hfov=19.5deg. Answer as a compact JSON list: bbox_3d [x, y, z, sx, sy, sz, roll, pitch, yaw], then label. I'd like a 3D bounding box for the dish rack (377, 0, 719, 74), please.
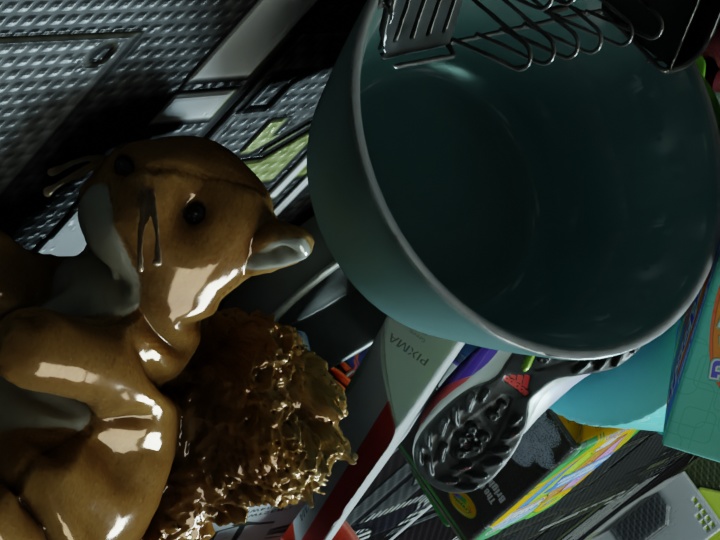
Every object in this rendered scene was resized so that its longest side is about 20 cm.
[{"bbox_3d":[0.092,-0.147,0.840,0.200,0.055,0.154,-17,134,-47],"label":"dish rack"}]

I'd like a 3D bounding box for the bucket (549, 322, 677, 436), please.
[{"bbox_3d":[0.187,0.005,1.268,0.135,0.207,0.207,0,144,-45],"label":"bucket"}]

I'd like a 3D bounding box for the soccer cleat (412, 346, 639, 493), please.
[{"bbox_3d":[0.104,0.043,1.212,0.200,0.068,0.073,-47,-166,20],"label":"soccer cleat"}]

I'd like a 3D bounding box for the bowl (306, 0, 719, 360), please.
[{"bbox_3d":[0.055,-0.048,0.946,0.201,0.201,0.105,-24,180,-35],"label":"bowl"}]

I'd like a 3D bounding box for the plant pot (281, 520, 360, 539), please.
[{"bbox_3d":[-0.109,0.281,1.576,0.195,0.201,0.201,-33,167,26],"label":"plant pot"}]

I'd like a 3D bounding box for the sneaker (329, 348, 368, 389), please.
[{"bbox_3d":[-0.018,0.076,1.367,0.078,0.075,0.200,-47,171,10],"label":"sneaker"}]

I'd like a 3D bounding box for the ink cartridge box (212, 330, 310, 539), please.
[{"bbox_3d":[-0.113,0.118,1.169,0.146,0.084,0.200,-7,154,-21],"label":"ink cartridge box"}]

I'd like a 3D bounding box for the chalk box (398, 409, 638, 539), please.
[{"bbox_3d":[0.118,0.131,1.694,0.124,0.125,0.200,-18,159,-46],"label":"chalk box"}]

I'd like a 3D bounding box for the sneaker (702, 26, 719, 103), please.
[{"bbox_3d":[0.251,-0.099,1.219,0.087,0.074,0.200,-16,-158,-24],"label":"sneaker"}]

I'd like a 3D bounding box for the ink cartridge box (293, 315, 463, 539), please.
[{"bbox_3d":[-0.008,0.101,1.178,0.200,0.050,0.161,-49,172,-42],"label":"ink cartridge box"}]

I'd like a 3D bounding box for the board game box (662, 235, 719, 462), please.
[{"bbox_3d":[0.193,-0.012,1.031,0.200,0.045,0.152,-59,165,-70],"label":"board game box"}]

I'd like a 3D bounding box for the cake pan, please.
[{"bbox_3d":[0.000,0.000,1.209,0.200,0.037,0.200,-32,165,-10],"label":"cake pan"}]

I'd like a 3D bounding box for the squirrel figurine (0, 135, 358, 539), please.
[{"bbox_3d":[-0.094,0.037,0.911,0.187,0.142,0.200,-54,132,-1],"label":"squirrel figurine"}]

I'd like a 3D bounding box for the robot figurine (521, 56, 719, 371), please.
[{"bbox_3d":[0.123,-0.042,1.090,0.176,0.116,0.200,122,-10,-52],"label":"robot figurine"}]

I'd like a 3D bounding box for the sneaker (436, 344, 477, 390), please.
[{"bbox_3d":[0.090,0.015,1.358,0.147,0.081,0.200,-56,166,3],"label":"sneaker"}]
